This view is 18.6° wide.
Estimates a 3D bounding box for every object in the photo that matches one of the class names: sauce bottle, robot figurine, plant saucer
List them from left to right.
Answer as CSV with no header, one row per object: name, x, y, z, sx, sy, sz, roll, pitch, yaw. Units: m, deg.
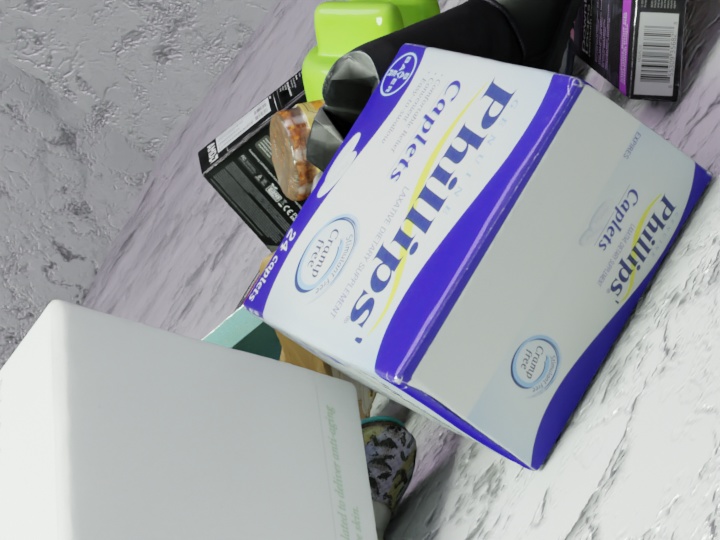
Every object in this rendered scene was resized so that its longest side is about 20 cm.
plant saucer,-0.039,0.047,1.513,0.070,0.019,0.200,-40,-22,20
robot figurine,0.026,-0.099,1.546,0.115,0.201,0.175,5,29,36
sauce bottle,0.041,-0.094,1.453,0.066,0.199,0.066,168,90,-74

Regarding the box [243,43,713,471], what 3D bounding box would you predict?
box,0.057,-0.015,1.189,0.184,0.105,0.200,-59,29,-6

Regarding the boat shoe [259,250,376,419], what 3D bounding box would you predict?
boat shoe,-0.011,0.053,1.409,0.069,0.074,0.201,-34,-37,-22

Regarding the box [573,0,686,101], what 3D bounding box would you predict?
box,0.166,-0.189,1.353,0.200,0.036,0.144,-104,16,-77

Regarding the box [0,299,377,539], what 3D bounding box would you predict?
box,-0.114,0.159,1.198,0.171,0.199,0.200,-49,36,39

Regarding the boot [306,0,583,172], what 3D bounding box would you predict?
boot,0.055,-0.151,1.336,0.200,0.065,0.166,-26,-48,-41

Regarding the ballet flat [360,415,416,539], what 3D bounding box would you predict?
ballet flat,-0.022,0.165,1.318,0.200,0.072,0.072,-48,14,41

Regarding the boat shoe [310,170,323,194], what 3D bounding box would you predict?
boat shoe,0.000,0.000,1.457,0.200,0.063,0.071,87,-159,-53

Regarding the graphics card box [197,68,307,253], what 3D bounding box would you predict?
graphics card box,-0.010,-0.099,1.676,0.200,0.126,0.051,-39,25,9

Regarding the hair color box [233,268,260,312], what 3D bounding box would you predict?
hair color box,-0.054,0.033,1.822,0.100,0.060,0.200,-61,12,-18

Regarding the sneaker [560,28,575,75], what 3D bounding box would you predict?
sneaker,0.129,-0.154,1.567,0.082,0.070,0.201,59,-143,-53
